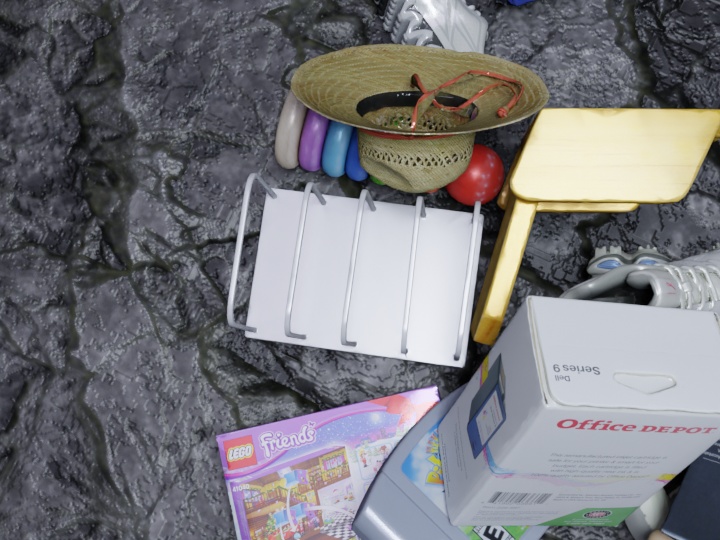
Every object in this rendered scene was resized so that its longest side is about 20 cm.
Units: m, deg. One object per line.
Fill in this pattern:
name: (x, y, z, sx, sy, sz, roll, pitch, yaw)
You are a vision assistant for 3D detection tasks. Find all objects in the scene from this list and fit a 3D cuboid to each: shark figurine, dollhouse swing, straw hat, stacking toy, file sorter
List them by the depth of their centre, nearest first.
straw hat: (0.045, -0.110, 0.775, 0.201, 0.201, 0.085, 5, 123, 5)
dollhouse swing: (0.182, -0.029, 0.778, 0.182, 0.200, 0.176, 1, 90, 5)
shark figurine: (0.228, 0.171, 0.815, 0.128, 0.089, 0.215, -16, 90, -31)
file sorter: (0.000, 0.000, 0.825, 0.200, 0.125, 0.139, 8, 84, 5)
stacking toy: (0.030, -0.107, 0.856, 0.200, 0.085, 0.085, 17, 85, 5)

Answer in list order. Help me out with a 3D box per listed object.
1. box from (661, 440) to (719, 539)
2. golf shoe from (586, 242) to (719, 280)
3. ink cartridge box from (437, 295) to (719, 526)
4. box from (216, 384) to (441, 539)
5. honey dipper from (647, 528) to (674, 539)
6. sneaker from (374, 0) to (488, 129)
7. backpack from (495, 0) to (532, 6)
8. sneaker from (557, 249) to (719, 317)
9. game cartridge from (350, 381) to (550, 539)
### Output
box: (0.348, 0.150, 0.734, 0.148, 0.107, 0.200, 34, 78, -27)
golf shoe: (0.288, 0.029, 0.804, 0.200, 0.078, 0.097, -5, 68, 26)
ink cartridge box: (0.156, 0.109, 0.697, 0.145, 0.200, 0.088, 4, 56, -13)
box: (-0.014, 0.188, 0.846, 0.200, 0.039, 0.137, -13, 83, 3)
honey dipper: (0.299, 0.163, 0.787, 0.200, 0.038, 0.038, -35, 81, -25)
sneaker: (0.066, -0.229, 0.880, 0.081, 0.075, 0.200, -20, 85, -11)
backpack: (0.169, -0.367, 0.836, 0.162, 0.168, 0.200, -19, 78, -5)
sneaker: (0.229, 0.026, 0.721, 0.200, 0.099, 0.078, -17, 71, -3)
game cartridge: (0.093, 0.171, 0.784, 0.133, 0.040, 0.200, 41, 57, 14)
